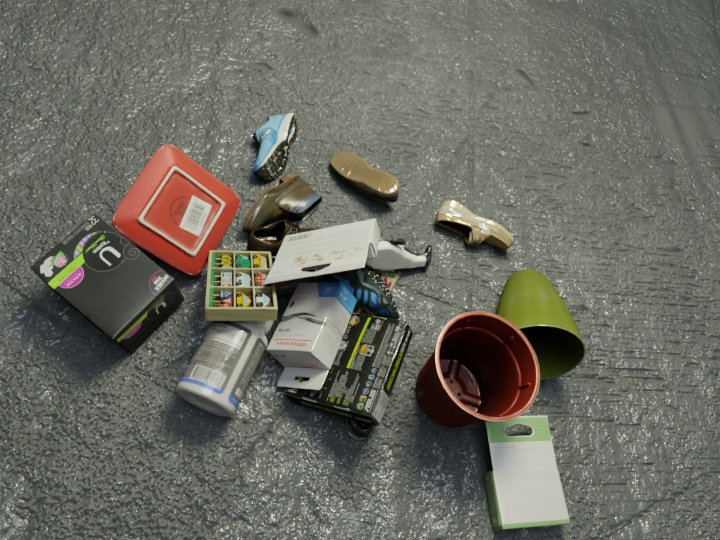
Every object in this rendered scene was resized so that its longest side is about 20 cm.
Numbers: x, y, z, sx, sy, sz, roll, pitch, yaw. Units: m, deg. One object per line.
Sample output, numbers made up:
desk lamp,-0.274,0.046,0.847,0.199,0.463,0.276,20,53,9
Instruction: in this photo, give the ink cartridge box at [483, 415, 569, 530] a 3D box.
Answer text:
ink cartridge box,0.315,0.393,1.016,0.145,0.048,0.201,2,62,-13

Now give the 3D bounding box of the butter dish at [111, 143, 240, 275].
butter dish,-0.384,-0.117,1.054,0.199,0.147,0.201,38,68,-34

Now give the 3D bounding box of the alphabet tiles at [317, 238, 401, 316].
alphabet tiles,0.000,0.000,1.138,0.166,0.006,0.200,41,59,-11

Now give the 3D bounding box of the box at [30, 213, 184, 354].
box,-0.456,0.027,0.956,0.200,0.124,0.149,38,68,6

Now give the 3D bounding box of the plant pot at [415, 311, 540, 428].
plant pot,0.205,0.210,0.999,0.199,0.196,0.202,6,61,-11

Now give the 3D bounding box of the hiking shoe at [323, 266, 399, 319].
hiking shoe,0.003,0.043,1.089,0.200,0.087,0.075,49,14,-25

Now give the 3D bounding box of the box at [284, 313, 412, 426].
box,-0.021,0.176,0.990,0.192,0.048,0.201,4,54,31

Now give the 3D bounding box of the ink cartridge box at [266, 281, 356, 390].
ink cartridge box,-0.099,0.121,0.994,0.115,0.068,0.201,-5,49,35

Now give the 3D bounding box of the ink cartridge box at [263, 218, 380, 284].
ink cartridge box,-0.068,-0.024,0.991,0.199,0.044,0.174,-9,34,15

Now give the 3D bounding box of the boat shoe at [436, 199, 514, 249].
boat shoe,0.273,-0.095,1.256,0.199,0.074,0.069,28,71,2

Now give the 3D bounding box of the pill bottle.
pill bottle,-0.242,0.154,0.959,0.113,0.114,0.201,24,59,-1

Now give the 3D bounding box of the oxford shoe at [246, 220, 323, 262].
oxford shoe,-0.143,-0.068,1.117,0.199,0.085,0.073,-11,53,-23

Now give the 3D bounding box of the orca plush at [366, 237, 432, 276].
orca plush,0.071,-0.049,1.151,0.199,0.106,0.071,-7,45,-28

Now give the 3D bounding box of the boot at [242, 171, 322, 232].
boot,-0.171,-0.137,1.155,0.097,0.075,0.200,33,58,7

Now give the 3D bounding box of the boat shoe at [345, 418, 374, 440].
boat shoe,0.007,0.224,1.018,0.071,0.061,0.202,6,62,-11

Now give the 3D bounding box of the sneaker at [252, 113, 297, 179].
sneaker,-0.219,-0.297,1.241,0.089,0.079,0.201,9,56,12

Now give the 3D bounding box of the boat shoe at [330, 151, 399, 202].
boat shoe,0.009,-0.221,1.253,0.199,0.065,0.072,30,67,24

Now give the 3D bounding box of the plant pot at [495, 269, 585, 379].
plant pot,0.371,0.101,1.127,0.186,0.188,0.201,15,45,-6

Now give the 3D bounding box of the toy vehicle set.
toy vehicle set,-0.227,0.024,0.982,0.123,0.027,0.200,1,32,-15

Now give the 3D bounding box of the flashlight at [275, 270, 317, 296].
flashlight,-0.191,0.025,1.071,0.199,0.068,0.068,-10,29,-22
